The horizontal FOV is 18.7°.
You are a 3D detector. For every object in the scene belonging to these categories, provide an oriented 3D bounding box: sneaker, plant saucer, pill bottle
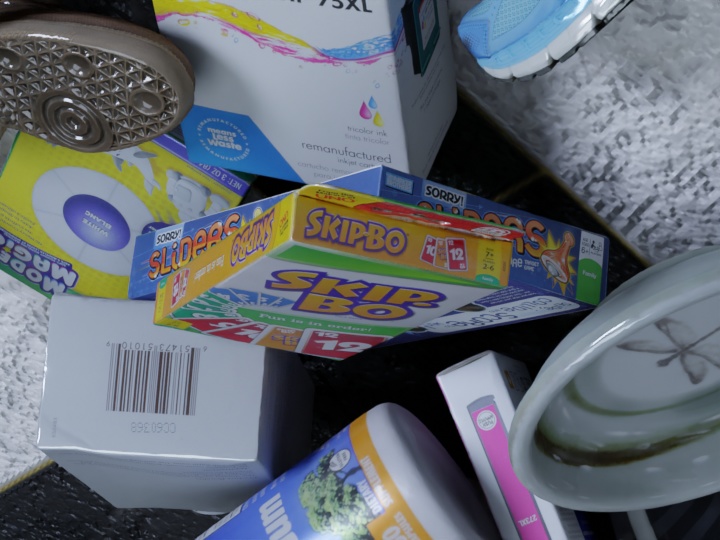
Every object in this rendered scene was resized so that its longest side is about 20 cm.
[{"bbox_3d":[-0.153,-0.103,0.998,0.200,0.076,0.070,3,136,30],"label":"sneaker"},{"bbox_3d":[0.156,0.038,0.992,0.200,0.050,0.200,-14,148,-9],"label":"plant saucer"},{"bbox_3d":[0.156,0.106,1.110,0.083,0.072,0.200,-20,112,-9],"label":"sneaker"},{"bbox_3d":[0.094,-0.155,0.860,0.090,0.078,0.200,44,135,4],"label":"sneaker"},{"bbox_3d":[-0.033,0.164,1.059,0.200,0.112,0.112,-37,115,8],"label":"pill bottle"}]

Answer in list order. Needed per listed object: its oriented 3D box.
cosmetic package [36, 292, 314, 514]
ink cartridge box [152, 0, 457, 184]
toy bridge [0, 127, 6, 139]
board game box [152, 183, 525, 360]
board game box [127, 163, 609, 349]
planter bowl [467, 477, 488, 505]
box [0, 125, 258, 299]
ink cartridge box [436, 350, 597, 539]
[{"bbox_3d":[-0.089,0.074,1.119,0.113,0.081,0.200,3,167,4],"label":"cosmetic package"},{"bbox_3d":[-0.028,-0.130,0.945,0.116,0.067,0.200,11,140,19],"label":"ink cartridge box"},{"bbox_3d":[-0.222,-0.081,1.148,0.067,0.027,0.200,34,140,-8],"label":"toy bridge"},{"bbox_3d":[-0.014,0.004,0.932,0.095,0.030,0.200,12,162,-20],"label":"board game box"},{"bbox_3d":[0.000,0.000,1.027,0.135,0.035,0.200,16,162,-35],"label":"board game box"},{"bbox_3d":[0.020,0.182,1.188,0.135,0.200,0.200,55,140,5],"label":"planter bowl"},{"bbox_3d":[-0.130,-0.034,1.132,0.117,0.048,0.200,30,143,-3],"label":"box"},{"bbox_3d":[0.097,0.137,1.072,0.037,0.095,0.200,-26,79,10],"label":"ink cartridge box"}]
